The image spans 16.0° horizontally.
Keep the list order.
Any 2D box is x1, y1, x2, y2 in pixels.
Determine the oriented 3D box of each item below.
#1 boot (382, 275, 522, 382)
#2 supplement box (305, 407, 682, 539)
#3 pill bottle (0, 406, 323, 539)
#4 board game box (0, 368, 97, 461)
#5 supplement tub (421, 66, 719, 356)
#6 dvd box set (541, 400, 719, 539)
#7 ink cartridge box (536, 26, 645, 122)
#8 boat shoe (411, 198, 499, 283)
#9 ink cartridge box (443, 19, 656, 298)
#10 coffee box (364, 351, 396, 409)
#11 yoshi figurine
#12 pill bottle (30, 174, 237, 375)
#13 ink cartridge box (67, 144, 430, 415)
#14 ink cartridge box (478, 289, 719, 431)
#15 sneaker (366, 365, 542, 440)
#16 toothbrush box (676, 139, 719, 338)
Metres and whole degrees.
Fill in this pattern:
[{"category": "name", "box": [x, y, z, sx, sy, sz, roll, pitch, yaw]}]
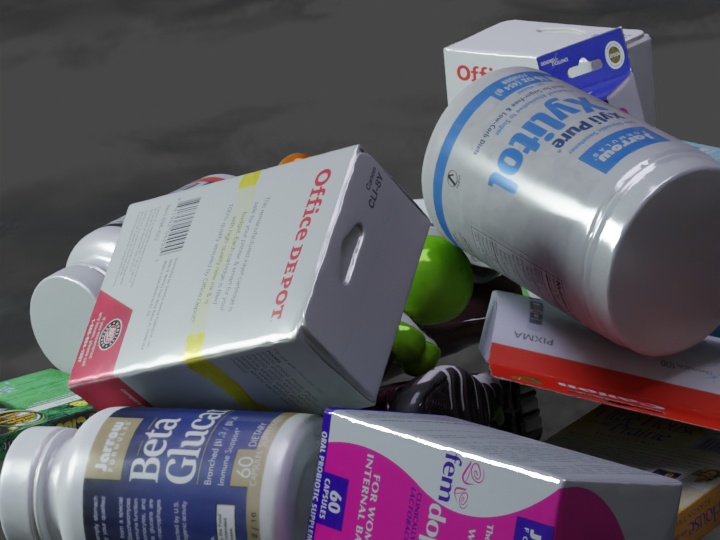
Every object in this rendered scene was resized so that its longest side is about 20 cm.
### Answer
[{"category": "boot", "box": [0.038, 0.042, 1.838, 0.165, 0.073, 0.200, -9, 15, 4]}, {"category": "supplement box", "box": [0.071, 0.146, 1.442, 0.103, 0.102, 0.199, 6, 4, -43]}, {"category": "pill bottle", "box": [-0.115, 0.139, 1.565, 0.199, 0.112, 0.111, 0, 21, 23]}, {"category": "board game box", "box": [-0.258, 0.107, 1.803, 0.104, 0.024, 0.199, 9, 17, 42]}, {"category": "supplement tub", "box": [0.144, -0.041, 1.644, 0.131, 0.133, 0.200, -19, 31, -30]}, {"category": "dvd box set", "box": [0.152, 0.139, 1.581, 0.146, 0.030, 0.200, 9, 26, 40]}, {"category": "ink cartridge box", "box": [0.163, -0.058, 1.759, 0.037, 0.202, 0.094, -10, -3, -36]}, {"category": "boat shoe", "box": [0.080, -0.023, 1.877, 0.073, 0.067, 0.200, -8, 3, -16]}, {"category": "ink cartridge box", "box": [0.147, -0.080, 1.946, 0.145, 0.201, 0.084, 8, 22, 40]}, {"category": "coffee box", "box": [-0.086, 0.068, 1.716, 0.199, 0.080, 0.115, 14, 69, 53]}, {"category": "yoshi figurine", "box": [0.013, -0.007, 1.767, 0.112, 0.113, 0.200, -2, 32, -32]}, {"category": "pill bottle", "box": [-0.154, 0.008, 1.953, 0.111, 0.112, 0.200, 7, 25, 37]}, {"category": "ink cartridge box", "box": [-0.069, 0.019, 1.600, 0.199, 0.083, 0.146, -13, 47, 39]}, {"category": "ink cartridge box", "box": [0.160, 0.055, 1.621, 0.161, 0.057, 0.200, 13, -1, 0]}, {"category": "sneaker", "box": [0.034, 0.103, 1.656, 0.115, 0.076, 0.200, -8, -4, 25]}, {"category": "toothbrush box", "box": [0.230, -0.006, 1.791, 0.085, 0.147, 0.199, -20, 21, -35]}]
